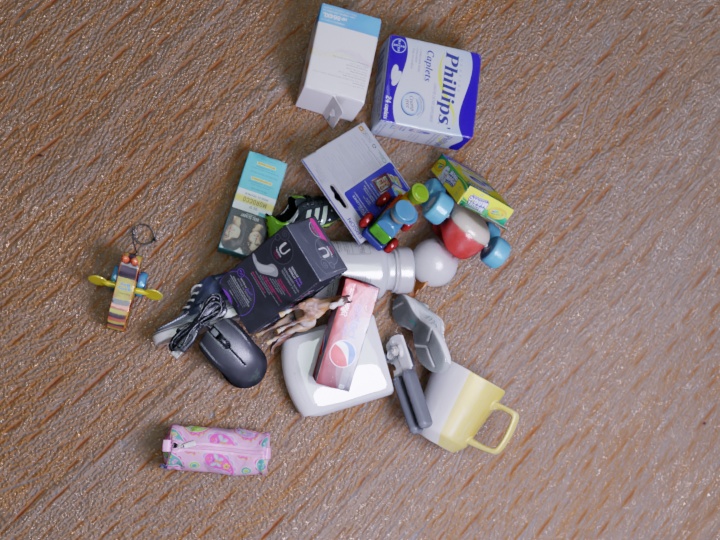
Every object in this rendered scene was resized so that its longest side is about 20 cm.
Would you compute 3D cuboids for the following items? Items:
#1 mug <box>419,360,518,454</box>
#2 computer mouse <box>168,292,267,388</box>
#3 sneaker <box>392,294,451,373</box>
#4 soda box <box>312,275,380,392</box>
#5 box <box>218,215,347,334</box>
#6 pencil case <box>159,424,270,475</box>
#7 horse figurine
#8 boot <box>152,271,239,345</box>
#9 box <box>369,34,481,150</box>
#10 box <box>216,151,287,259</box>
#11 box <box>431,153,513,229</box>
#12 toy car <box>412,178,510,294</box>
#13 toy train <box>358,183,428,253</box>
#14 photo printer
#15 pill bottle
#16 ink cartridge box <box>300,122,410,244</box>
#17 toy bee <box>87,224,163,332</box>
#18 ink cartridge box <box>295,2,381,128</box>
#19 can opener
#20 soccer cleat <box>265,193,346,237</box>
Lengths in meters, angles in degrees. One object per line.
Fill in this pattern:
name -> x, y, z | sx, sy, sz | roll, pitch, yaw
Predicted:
mug -> 0.189, 0.269, 1.679 | 0.149, 0.186, 0.154 | 31, 85, -28
computer mouse -> -0.244, 0.153, 1.617 | 0.139, 0.053, 0.200 | -49, 120, -10
sneaker -> 0.136, 0.119, 1.688 | 0.080, 0.201, 0.071 | 10, 124, -33
soda box -> -0.028, 0.115, 1.611 | 0.069, 0.063, 0.202 | 17, 91, -11
box -> -0.142, 0.009, 1.597 | 0.123, 0.199, 0.106 | 58, 31, 6
pencil case -> -0.266, 0.332, 1.612 | 0.198, 0.087, 0.088 | 8, 81, -12
horse figurine -> -0.113, 0.090, 1.582 | 0.132, 0.200, 0.050 | -23, 79, -32
boot -> -0.308, 0.070, 1.651 | 0.198, 0.073, 0.091 | -20, 80, -22
box -> 0.133, -0.361, 1.779 | 0.198, 0.105, 0.186 | 9, 82, -12
box -> -0.211, -0.123, 1.701 | 0.081, 0.049, 0.202 | 18, 79, -9
box -> 0.221, -0.154, 1.714 | 0.117, 0.201, 0.049 | 25, 111, -26
toy car -> 0.160, -0.042, 1.740 | 0.184, 0.177, 0.200 | 36, 105, -16
toy train -> 0.090, -0.131, 1.665 | 0.085, 0.116, 0.200 | 44, 51, -7
photo printer -> -0.050, 0.185, 1.685 | 0.198, 0.069, 0.168 | -14, 86, -14
pill bottle -> 0.000, 0.000, 1.698 | 0.198, 0.114, 0.116 | -1, 83, -12
ink cartridge box -> -0.007, -0.170, 1.718 | 0.200, 0.047, 0.199 | -37, 93, -37
toy bee -> -0.435, 0.009, 1.605 | 0.129, 0.109, 0.202 | -7, 84, -11
ink cartridge box -> -0.048, -0.398, 1.732 | 0.124, 0.129, 0.202 | 14, 79, -10
can opener -> 0.097, 0.214, 1.679 | 0.066, 0.053, 0.202 | 12, 51, -38
soccer cleat -> -0.096, -0.118, 1.699 | 0.199, 0.067, 0.082 | -31, 121, -25
